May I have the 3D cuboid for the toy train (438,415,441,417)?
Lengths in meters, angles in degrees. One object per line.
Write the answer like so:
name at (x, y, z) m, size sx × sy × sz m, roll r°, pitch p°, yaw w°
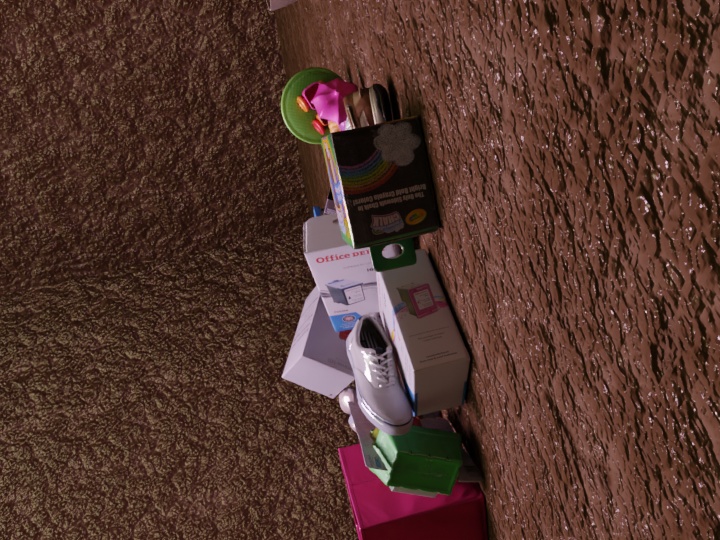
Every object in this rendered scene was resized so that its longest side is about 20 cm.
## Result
toy train at (0.101, 0.345, 1.308) m, size 0.085 × 0.115 × 0.201 m, roll -134°, pitch 31°, yaw -79°

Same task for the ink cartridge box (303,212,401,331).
ink cartridge box at (0.000, 0.000, 1.177) m, size 0.200 × 0.146 × 0.086 m, roll 71°, pitch -168°, yaw -45°

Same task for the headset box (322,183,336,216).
headset box at (-0.029, -0.103, 1.278) m, size 0.200 × 0.075 × 0.149 m, roll 108°, pitch 176°, yaw -51°

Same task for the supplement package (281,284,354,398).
supplement package at (-0.063, 0.134, 1.426) m, size 0.120 × 0.121 × 0.200 m, roll -49°, pitch 21°, yaw 50°

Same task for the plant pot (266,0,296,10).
plant pot at (-0.115, -0.571, 1.222) m, size 0.200 × 0.134 × 0.201 m, roll 167°, pitch 90°, yaw -85°

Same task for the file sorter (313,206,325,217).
file sorter at (-0.021, -0.036, 1.509) m, size 0.200 × 0.122 × 0.139 m, roll 84°, pitch 170°, yaw -55°

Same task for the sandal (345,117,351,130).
sandal at (0.026, -0.181, 1.148) m, size 0.050 × 0.082 × 0.203 m, roll -34°, pitch -63°, yaw -50°

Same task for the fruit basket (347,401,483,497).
fruit basket at (0.077, 0.274, 1.107) m, size 0.200 × 0.185 × 0.094 m, roll -135°, pitch 59°, yaw -74°

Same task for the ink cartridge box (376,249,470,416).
ink cartridge box at (0.088, 0.091, 1.038) m, size 0.145 × 0.084 × 0.200 m, roll 84°, pitch 172°, yaw -52°

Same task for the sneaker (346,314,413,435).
sneaker at (0.024, 0.149, 1.030) m, size 0.200 × 0.073 × 0.071 m, roll -119°, pitch 28°, yaw -43°

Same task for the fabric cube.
fabric cube at (0.089, 0.407, 1.176) m, size 0.200 × 0.199 × 0.197 m, roll -115°, pitch 14°, yaw -62°

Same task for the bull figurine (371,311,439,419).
bull figurine at (0.067, 0.152, 1.133) m, size 0.200 × 0.121 × 0.065 m, roll -96°, pitch 25°, yaw -42°

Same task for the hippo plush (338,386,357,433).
hippo plush at (0.070, 0.231, 1.379) m, size 0.159 × 0.200 × 0.161 m, roll 43°, pitch 130°, yaw 28°

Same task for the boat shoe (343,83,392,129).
boat shoe at (0.018, -0.179, 1.068) m, size 0.076 × 0.074 × 0.201 m, roll -46°, pitch -52°, yaw -74°

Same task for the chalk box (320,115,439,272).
chalk box at (0.029, -0.102, 0.974) m, size 0.124 × 0.124 × 0.201 m, roll -132°, pitch 30°, yaw -77°

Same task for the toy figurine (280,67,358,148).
toy figurine at (-0.045, -0.292, 1.335) m, size 0.200 × 0.150 × 0.184 m, roll 56°, pitch 172°, yaw -21°
